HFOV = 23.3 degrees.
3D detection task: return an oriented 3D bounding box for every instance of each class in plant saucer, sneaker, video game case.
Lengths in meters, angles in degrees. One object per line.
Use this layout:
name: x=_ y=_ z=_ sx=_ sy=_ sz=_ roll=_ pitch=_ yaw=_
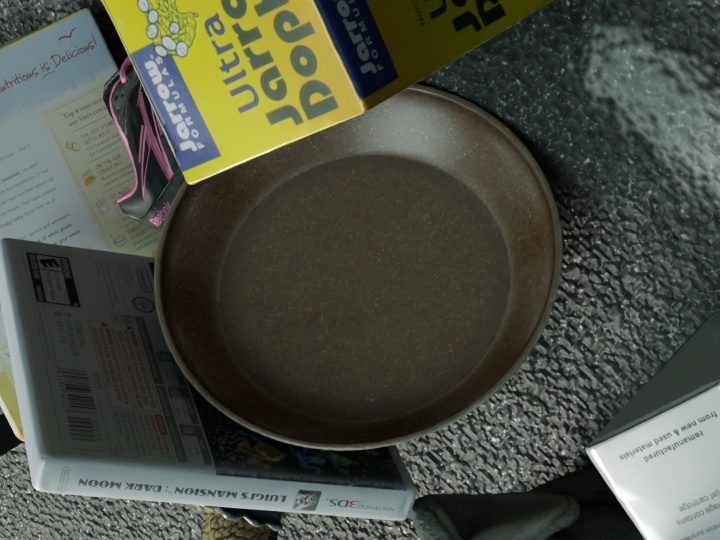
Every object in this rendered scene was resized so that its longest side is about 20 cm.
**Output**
plant saucer: x=0.000 y=0.000 z=0.850 sx=0.199 sy=0.201 sz=0.037 roll=28 pitch=160 yaw=22
sneaker: x=-0.097 y=-0.102 z=0.916 sx=0.095 sy=0.079 sz=0.202 roll=14 pitch=120 yaw=22
video game case: x=-0.083 y=0.051 z=0.866 sx=0.200 sy=0.180 sz=0.024 roll=-118 pitch=41 yaw=-56

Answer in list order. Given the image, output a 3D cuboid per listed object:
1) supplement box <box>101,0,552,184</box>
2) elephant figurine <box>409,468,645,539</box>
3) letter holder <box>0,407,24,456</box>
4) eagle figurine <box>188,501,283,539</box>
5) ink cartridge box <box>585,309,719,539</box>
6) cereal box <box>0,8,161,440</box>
supplement box: x=-0.003 y=-0.133 z=0.751 sx=0.109 sy=0.200 sz=0.110 roll=-18 pitch=102 yaw=42
elephant figurine: x=0.081 y=0.157 z=0.829 sx=0.155 sy=0.199 sz=0.142 roll=-48 pitch=63 yaw=36
letter holder: x=-0.270 y=0.019 z=1.103 sx=0.142 sy=0.100 sz=0.201 roll=39 pitch=131 yaw=17
eagle figurine: x=-0.061 y=0.117 z=0.915 sx=0.151 sy=0.200 sz=0.151 roll=37 pitch=127 yaw=-2
ink cartridge box: x=0.210 y=0.114 z=0.757 sx=0.084 sy=0.146 sz=0.201 roll=-33 pitch=92 yaw=41
cereal box: x=-0.174 y=-0.026 z=0.979 sx=0.201 sy=0.143 sz=0.039 roll=65 pitch=164 yaw=-8
